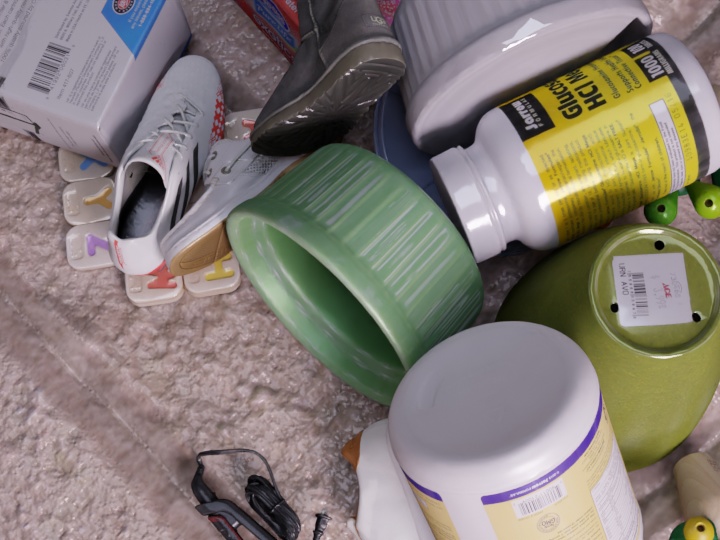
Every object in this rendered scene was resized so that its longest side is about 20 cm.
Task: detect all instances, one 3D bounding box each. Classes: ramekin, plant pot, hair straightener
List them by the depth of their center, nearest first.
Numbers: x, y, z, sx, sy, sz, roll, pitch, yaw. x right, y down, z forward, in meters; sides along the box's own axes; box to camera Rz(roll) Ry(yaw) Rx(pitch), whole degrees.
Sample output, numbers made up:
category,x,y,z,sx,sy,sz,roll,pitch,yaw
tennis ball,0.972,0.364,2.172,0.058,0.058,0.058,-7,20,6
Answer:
category,x,y,z,sx,sy,sz,roll,pitch,yaw
plant pot,0.197,0.044,0.850,0.184,0.200,0.190,0,73,1
ramekin,0.113,-0.178,0.871,0.200,0.203,0.095,-22,76,-6
ramekin,0.000,0.000,0.872,0.200,0.200,0.098,42,70,12
hair straightener,-0.057,0.210,0.893,0.077,0.041,0.200,-41,72,-11

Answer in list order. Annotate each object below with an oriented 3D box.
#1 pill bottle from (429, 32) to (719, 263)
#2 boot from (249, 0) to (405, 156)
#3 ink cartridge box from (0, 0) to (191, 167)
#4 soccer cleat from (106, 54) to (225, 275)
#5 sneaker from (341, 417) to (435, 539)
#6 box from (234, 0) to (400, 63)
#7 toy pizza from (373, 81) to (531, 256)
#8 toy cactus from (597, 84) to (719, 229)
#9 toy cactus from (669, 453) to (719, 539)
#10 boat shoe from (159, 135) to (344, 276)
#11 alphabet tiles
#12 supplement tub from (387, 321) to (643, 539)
category,x,y,z,sx,sy,sz,roll,pitch,yaw
pill bottle,0.157,-0.085,0.846,0.198,0.113,0.113,-25,74,0
boot,-0.038,-0.210,0.889,0.072,0.181,0.202,4,64,-44
ink cartridge box,-0.268,-0.194,0.983,0.198,0.084,0.147,20,74,13
soccer cleat,-0.161,-0.094,0.942,0.068,0.085,0.202,16,74,6
sneaker,0.042,0.215,0.882,0.084,0.073,0.202,-23,80,30
box,-0.038,-0.244,0.995,0.102,0.095,0.200,-38,76,-11
toy pizza,0.104,-0.109,0.970,0.198,0.032,0.203,3,78,-15
toy cactus,0.274,-0.086,0.956,0.198,0.103,0.166,28,55,9
toy cactus,0.276,0.204,0.835,0.198,0.103,0.166,10,42,-24
boat shoe,-0.100,-0.076,0.949,0.069,0.071,0.200,42,64,9
alphabet tiles,-0.162,-0.072,0.988,0.193,0.015,0.203,-9,73,-2
supplement tub,0.114,0.153,0.792,0.144,0.201,0.146,-17,34,12
